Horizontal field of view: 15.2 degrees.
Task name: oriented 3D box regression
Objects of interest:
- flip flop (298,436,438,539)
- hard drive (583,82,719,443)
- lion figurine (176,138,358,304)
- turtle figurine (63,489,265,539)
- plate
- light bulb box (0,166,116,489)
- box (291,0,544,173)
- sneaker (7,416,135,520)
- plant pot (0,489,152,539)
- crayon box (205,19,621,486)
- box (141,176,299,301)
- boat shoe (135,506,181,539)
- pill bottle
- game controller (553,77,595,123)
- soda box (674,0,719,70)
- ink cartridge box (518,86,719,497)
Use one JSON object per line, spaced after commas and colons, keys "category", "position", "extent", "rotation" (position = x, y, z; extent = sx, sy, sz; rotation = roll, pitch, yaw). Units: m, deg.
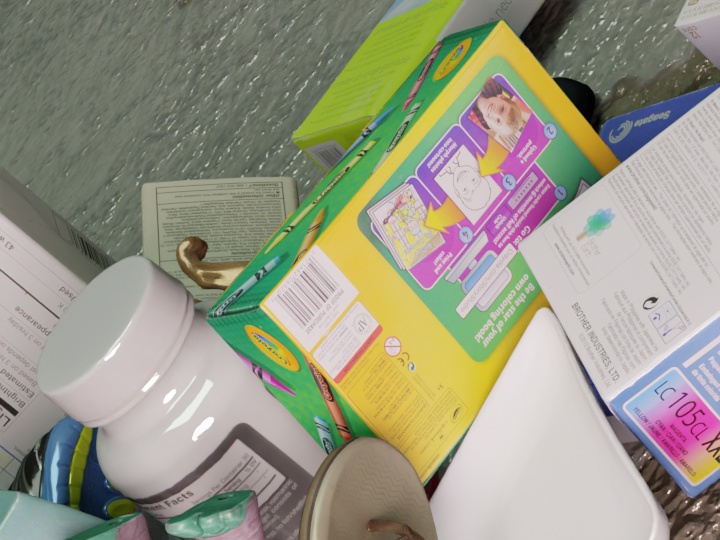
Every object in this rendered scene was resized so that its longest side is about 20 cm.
{"category": "flip flop", "position": [0.018, 0.158, 1.140], "extent": [0.057, 0.081, 0.201], "rotation": [-34, 40, 33]}
{"category": "hard drive", "position": [0.136, -0.002, 1.313], "extent": [0.132, 0.025, 0.201], "rotation": [-16, 42, 50]}
{"category": "lion figurine", "position": [0.000, 0.000, 1.402], "extent": [0.200, 0.073, 0.123], "rotation": [-36, 49, -3]}
{"category": "turtle figurine", "position": [-0.061, 0.203, 1.191], "extent": [0.149, 0.201, 0.101], "rotation": [-17, 4, 12]}
{"category": "plate", "position": [0.068, 0.143, 1.170], "extent": [0.201, 0.032, 0.200], "rotation": [-63, 20, 19]}
{"category": "light bulb box", "position": [-0.220, 0.071, 1.596], "extent": [0.200, 0.198, 0.125], "rotation": [-46, 22, 6]}
{"category": "box", "position": [0.052, -0.145, 1.590], "extent": [0.200, 0.048, 0.122], "rotation": [-54, 18, -20]}
{"category": "sneaker", "position": [-0.167, 0.174, 1.398], "extent": [0.083, 0.071, 0.200], "rotation": [-29, 43, 49]}
{"category": "plant pot", "position": [-0.130, 0.195, 1.281], "extent": [0.141, 0.200, 0.142], "rotation": [-3, 53, 58]}
{"category": "crayon box", "position": [0.035, -0.008, 1.277], "extent": [0.200, 0.119, 0.058], "rotation": [-50, 20, -25]}
{"category": "box", "position": [-0.073, 0.038, 1.482], "extent": [0.094, 0.078, 0.200], "rotation": [-1, 38, -3]}
{"category": "boat shoe", "position": [-0.096, 0.137, 1.478], "extent": [0.200, 0.072, 0.062], "rotation": [-85, 3, -50]}
{"category": "pill bottle", "position": [-0.058, 0.084, 1.311], "extent": [0.111, 0.200, 0.111], "rotation": [-38, 27, 23]}
{"category": "game controller", "position": [0.049, -0.038, 1.503], "extent": [0.200, 0.042, 0.104], "rotation": [-29, 18, 37]}
{"category": "soda box", "position": [0.246, -0.139, 1.275], "extent": [0.200, 0.064, 0.068], "rotation": [-10, 45, 53]}
{"category": "ink cartridge box", "position": [0.182, -0.017, 1.172], "extent": [0.200, 0.076, 0.137], "rotation": [-40, 33, 10]}
